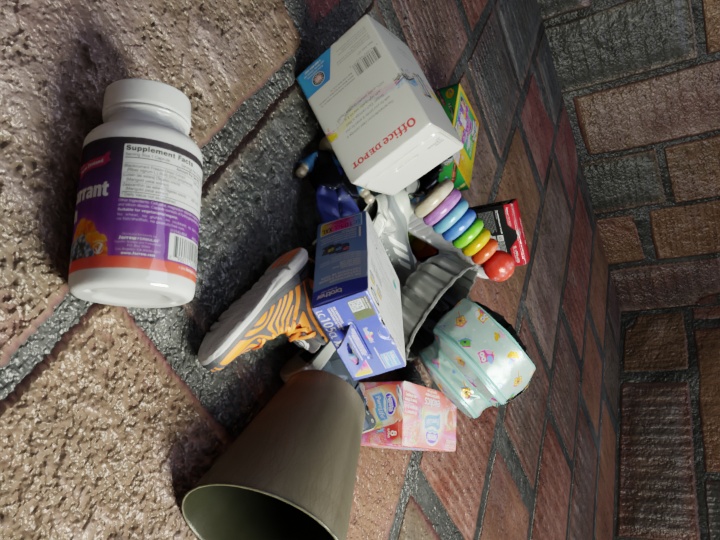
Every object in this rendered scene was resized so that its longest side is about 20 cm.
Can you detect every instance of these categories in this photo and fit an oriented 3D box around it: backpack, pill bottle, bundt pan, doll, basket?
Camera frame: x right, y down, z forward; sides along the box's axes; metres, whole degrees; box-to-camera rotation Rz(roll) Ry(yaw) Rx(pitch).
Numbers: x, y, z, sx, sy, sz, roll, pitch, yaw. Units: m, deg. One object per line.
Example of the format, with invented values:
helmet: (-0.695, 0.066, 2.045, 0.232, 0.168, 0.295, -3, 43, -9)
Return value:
backpack: (0.184, 0.140, 0.991, 0.176, 0.153, 0.200, 49, -10, 15)
pill bottle: (-0.209, -0.072, 0.590, 0.111, 0.111, 0.201, 21, 64, -56)
bundt pan: (0.114, 0.055, 1.070, 0.202, 0.076, 0.202, -45, 158, -24)
doll: (-0.033, -0.123, 0.925, 0.136, 0.048, 0.201, 13, 49, -32)
basket: (-0.073, 0.220, 0.709, 0.200, 0.179, 0.137, -59, 157, -55)

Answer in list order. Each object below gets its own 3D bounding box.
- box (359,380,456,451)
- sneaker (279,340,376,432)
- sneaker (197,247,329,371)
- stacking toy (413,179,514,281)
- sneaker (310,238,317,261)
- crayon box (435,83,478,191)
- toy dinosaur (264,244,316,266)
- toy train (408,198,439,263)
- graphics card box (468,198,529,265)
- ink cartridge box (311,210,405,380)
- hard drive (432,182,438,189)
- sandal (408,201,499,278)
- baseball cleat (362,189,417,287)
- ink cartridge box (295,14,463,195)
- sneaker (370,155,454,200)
box: (0.072, 0.238, 1.000, 0.200, 0.102, 0.095, 29, 58, -55)
sneaker: (-0.015, 0.145, 0.884, 0.202, 0.077, 0.147, -45, 110, -43)
sneaker: (-0.096, 0.070, 0.742, 0.200, 0.077, 0.112, -48, 114, -36)
stacking toy: (0.186, -0.058, 1.065, 0.200, 0.085, 0.085, 47, 38, -4)
sneaker: (0.000, 0.000, 0.965, 0.200, 0.073, 0.080, 57, 36, -36)
crayon box: (0.194, -0.277, 1.301, 0.119, 0.058, 0.201, 50, 43, -43)
toy dinosaur: (-0.088, 0.015, 0.842, 0.200, 0.047, 0.089, -24, 110, -55)
toy train: (0.110, -0.051, 1.164, 0.115, 0.084, 0.201, 27, 60, -43)
graphics card box: (0.227, -0.063, 1.239, 0.051, 0.199, 0.126, -36, 113, -56)
ink cartridge box: (0.000, 0.038, 0.778, 0.201, 0.076, 0.137, -93, 160, -53)
hard drive: (0.169, -0.260, 1.350, 0.201, 0.038, 0.140, 64, 35, -29)
sandal: (0.161, -0.059, 1.128, 0.079, 0.206, 0.059, -59, -179, -10)
baseball cleat: (0.043, -0.043, 1.069, 0.106, 0.070, 0.201, -18, 115, -26)
ink cartridge box: (0.032, -0.240, 0.939, 0.144, 0.147, 0.201, 3, 58, -61)
sneaker: (0.105, -0.201, 1.122, 0.078, 0.139, 0.201, 44, 47, -45)
